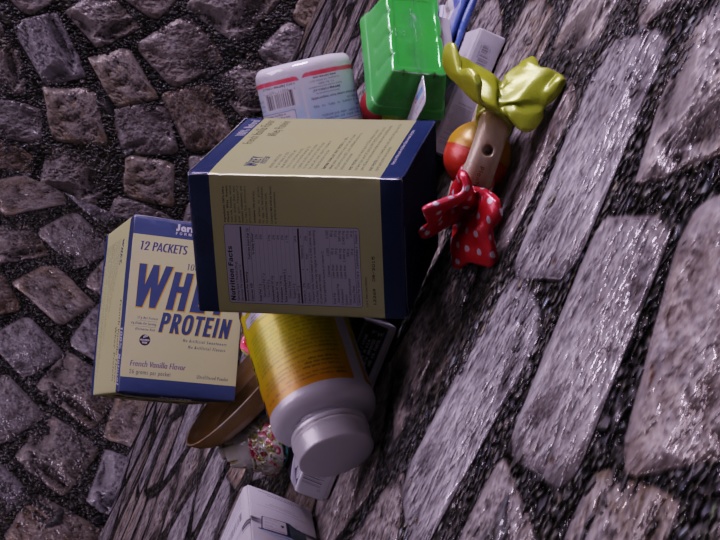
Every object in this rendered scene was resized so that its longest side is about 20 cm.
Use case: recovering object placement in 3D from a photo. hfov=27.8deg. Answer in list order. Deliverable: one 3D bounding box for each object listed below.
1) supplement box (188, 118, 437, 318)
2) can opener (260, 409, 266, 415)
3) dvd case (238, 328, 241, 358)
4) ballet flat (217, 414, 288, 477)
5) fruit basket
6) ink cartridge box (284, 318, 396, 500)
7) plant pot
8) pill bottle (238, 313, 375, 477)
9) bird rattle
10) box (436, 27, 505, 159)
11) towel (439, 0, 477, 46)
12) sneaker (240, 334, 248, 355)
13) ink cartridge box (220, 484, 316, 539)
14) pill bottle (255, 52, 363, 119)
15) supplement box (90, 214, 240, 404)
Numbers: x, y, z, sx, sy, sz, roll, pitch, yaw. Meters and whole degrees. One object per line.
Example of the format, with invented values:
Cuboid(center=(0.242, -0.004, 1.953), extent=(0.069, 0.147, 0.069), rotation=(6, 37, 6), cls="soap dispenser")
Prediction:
Cuboid(center=(-0.038, -0.055, 1.389), extent=(0.200, 0.198, 0.136), rotation=(-60, -30, -67), cls="supplement box")
Cuboid(center=(-0.080, 0.148, 1.729), extent=(0.200, 0.078, 0.064), rotation=(-56, 8, 42), cls="can opener")
Cuboid(center=(-0.159, 0.024, 1.811), extent=(0.146, 0.022, 0.202), rotation=(111, 163, -86), cls="dvd case")
Cuboid(center=(-0.128, 0.203, 1.660), extent=(0.200, 0.063, 0.076), rotation=(154, 102, -76), cls="ballet flat")
Cuboid(center=(0.043, -0.203, 1.610), extent=(0.201, 0.093, 0.187), rotation=(104, 164, -59), cls="fruit basket")
Cuboid(center=(-0.031, 0.133, 1.605), extent=(0.200, 0.043, 0.200), rotation=(-145, 76, -80), cls="ink cartridge box")
Cuboid(center=(-0.123, 0.132, 1.665), extent=(0.200, 0.027, 0.200), rotation=(-45, 10, 10), cls="plant pot")
Cuboid(center=(-0.051, 0.102, 1.459), extent=(0.110, 0.108, 0.201), rotation=(-57, 41, 41), cls="pill bottle")
Cuboid(center=(0.114, -0.099, 1.328), extent=(0.163, 0.112, 0.202), rotation=(76, -157, -89), cls="bird rattle")
Cuboid(center=(0.099, -0.198, 1.664), extent=(0.200, 0.036, 0.145), rotation=(-158, 91, -80), cls="box")
Cuboid(center=(0.079, -0.250, 1.714), extent=(0.200, 0.024, 0.148), rotation=(-173, 105, -78), cls="towel")
Cuboid(center=(-0.108, 0.081, 1.961), extent=(0.200, 0.090, 0.079), rotation=(-51, 17, 51), cls="sneaker")
Cuboid(center=(-0.105, 0.326, 1.461), extent=(0.200, 0.085, 0.147), rotation=(-123, 56, -75), cls="ink cartridge box")
Cuboid(center=(-0.044, -0.130, 1.590), extent=(0.109, 0.108, 0.202), rotation=(-155, 53, -79), cls="pill bottle")
Cuboid(center=(-0.225, 0.052, 1.692), extent=(0.200, 0.133, 0.202), rotation=(162, 113, -70), cls="supplement box")
